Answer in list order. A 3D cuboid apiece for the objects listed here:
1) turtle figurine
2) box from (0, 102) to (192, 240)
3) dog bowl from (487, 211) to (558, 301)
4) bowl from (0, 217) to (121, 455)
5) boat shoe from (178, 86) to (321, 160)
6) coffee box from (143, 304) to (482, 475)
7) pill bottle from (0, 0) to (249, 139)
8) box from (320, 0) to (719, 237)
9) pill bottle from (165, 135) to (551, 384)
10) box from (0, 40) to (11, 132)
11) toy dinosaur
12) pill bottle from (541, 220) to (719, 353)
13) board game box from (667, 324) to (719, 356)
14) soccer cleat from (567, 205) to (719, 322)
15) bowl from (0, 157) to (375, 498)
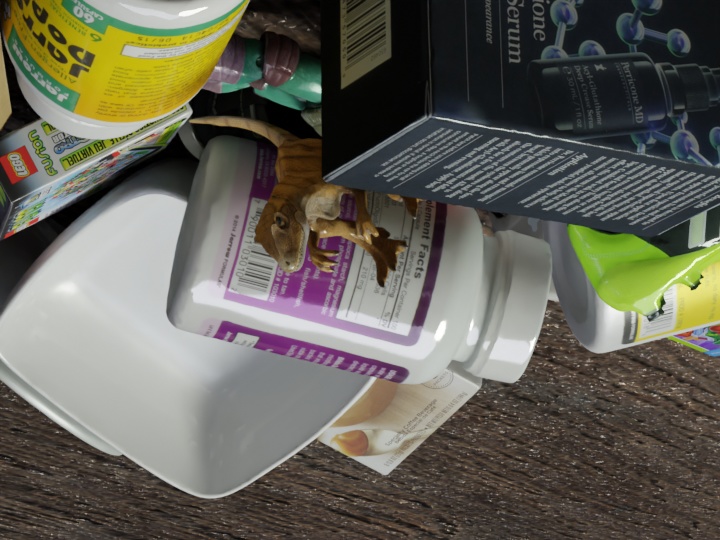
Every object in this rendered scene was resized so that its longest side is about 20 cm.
[{"bbox_3d":[0.005,-0.106,1.396,0.199,0.101,0.150,8,161,-11],"label":"turtle figurine"},{"bbox_3d":[-0.158,-0.065,1.464,0.110,0.035,0.200,-28,180,-11],"label":"box"},{"bbox_3d":[0.179,-0.028,1.711,0.199,0.059,0.200,-1,162,0],"label":"dog bowl"},{"bbox_3d":[-0.205,0.024,1.724,0.201,0.090,0.201,41,-179,-1],"label":"bowl"},{"bbox_3d":[-0.025,-0.069,1.541,0.067,0.072,0.200,-12,157,31],"label":"boat shoe"},{"bbox_3d":[-0.032,0.036,1.706,0.200,0.080,0.114,28,129,-20],"label":"coffee box"},{"bbox_3d":[-0.112,-0.135,1.254,0.112,0.113,0.200,3,163,-14],"label":"pill bottle"},{"bbox_3d":[0.090,-0.112,1.284,0.199,0.149,0.107,8,161,-29],"label":"box"},{"bbox_3d":[0.000,0.000,1.462,0.199,0.113,0.112,14,160,-9],"label":"pill bottle"},{"bbox_3d":[-0.249,-0.138,1.278,0.163,0.021,0.200,26,163,3],"label":"box"},{"bbox_3d":[-0.022,-0.048,1.316,0.106,0.061,0.200,27,-167,-14],"label":"toy dinosaur"},{"bbox_3d":[0.217,-0.026,1.569,0.199,0.112,0.111,-13,165,-10],"label":"pill bottle"},{"bbox_3d":[0.301,0.009,1.859,0.199,0.045,0.134,-14,159,35],"label":"board game box"},{"bbox_3d":[0.206,-0.054,1.464,0.200,0.081,0.068,-36,-178,7],"label":"soccer cleat"},{"bbox_3d":[-0.100,0.025,1.599,0.200,0.075,0.200,37,128,-18],"label":"bowl"}]
